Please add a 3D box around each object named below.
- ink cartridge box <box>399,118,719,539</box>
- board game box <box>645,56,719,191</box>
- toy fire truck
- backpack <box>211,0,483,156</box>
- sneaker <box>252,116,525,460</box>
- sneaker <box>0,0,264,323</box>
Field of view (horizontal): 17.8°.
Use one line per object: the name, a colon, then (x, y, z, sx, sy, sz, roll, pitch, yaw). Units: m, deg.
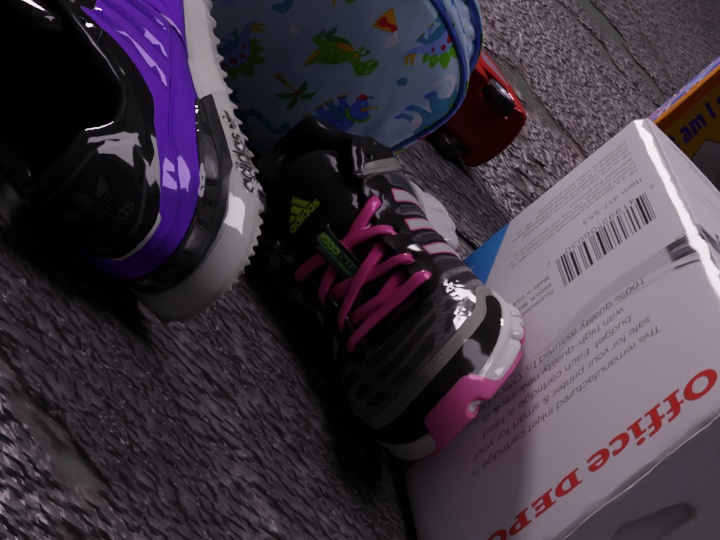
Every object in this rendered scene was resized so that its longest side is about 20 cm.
ink cartridge box: (0.093, 0.054, 0.854, 0.086, 0.146, 0.200, 43, 17, -27)
board game box: (0.294, -0.056, 1.555, 0.200, 0.200, 0.200, 49, 16, 0)
toy fire truck: (0.004, -0.156, 1.293, 0.200, 0.049, 0.141, 39, 18, -30)
backpack: (-0.032, -0.133, 0.982, 0.200, 0.163, 0.154, 37, 27, -56)
sneaker: (0.000, 0.000, 0.876, 0.087, 0.074, 0.200, 41, 13, -24)
sneaker: (-0.101, -0.077, 0.788, 0.099, 0.070, 0.200, 31, 23, -41)
